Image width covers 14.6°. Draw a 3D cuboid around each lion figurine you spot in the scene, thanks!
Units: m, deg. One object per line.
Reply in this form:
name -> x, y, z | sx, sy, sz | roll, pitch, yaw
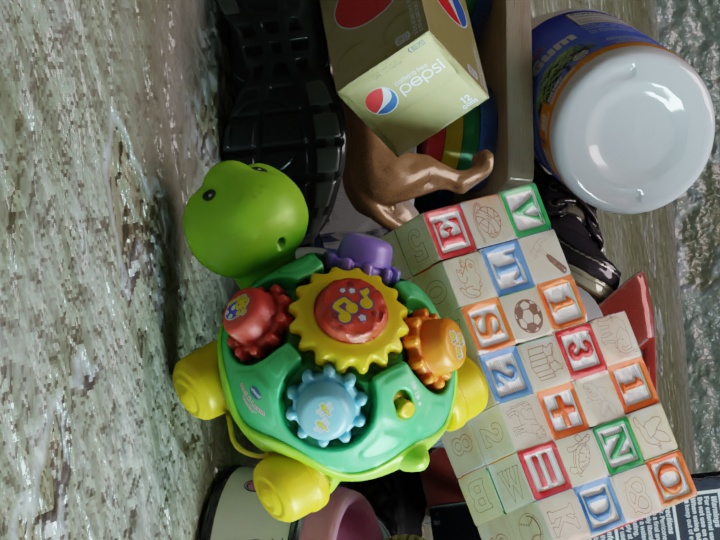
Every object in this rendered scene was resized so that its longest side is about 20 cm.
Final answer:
lion figurine -> 0.010, -0.091, 1.721 | 0.122, 0.072, 0.200 | 6, 52, -36

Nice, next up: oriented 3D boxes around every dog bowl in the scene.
dog bowl -> -0.031, 0.209, 1.599 | 0.200, 0.074, 0.200 | -4, 90, -76

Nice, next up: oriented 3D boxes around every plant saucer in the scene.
plant saucer -> 0.132, 0.113, 1.899 | 0.037, 0.200, 0.200 | 44, -14, 22

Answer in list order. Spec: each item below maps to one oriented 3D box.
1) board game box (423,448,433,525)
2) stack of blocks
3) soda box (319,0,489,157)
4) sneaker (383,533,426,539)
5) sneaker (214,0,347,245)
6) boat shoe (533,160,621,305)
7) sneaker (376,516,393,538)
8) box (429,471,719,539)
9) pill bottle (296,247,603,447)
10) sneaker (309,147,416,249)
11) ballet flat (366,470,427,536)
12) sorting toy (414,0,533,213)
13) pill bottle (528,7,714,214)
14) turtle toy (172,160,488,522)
board game box -> 0.069, 0.076, 2.039 | 0.126, 0.035, 0.200 | 128, -37, -71
stack of blocks -> 0.097, 0.056, 1.590 | 0.115, 0.059, 0.200 | -16, 81, -38
soda box -> 0.018, -0.161, 1.653 | 0.064, 0.068, 0.200 | 44, 23, -35
sneaker -> 0.036, 0.257, 1.557 | 0.109, 0.070, 0.200 | 66, 20, -49
sneaker -> -0.042, -0.114, 1.664 | 0.079, 0.075, 0.200 | -12, 98, -79
boat shoe -> 0.129, -0.035, 1.917 | 0.072, 0.065, 0.200 | 32, 6, -24
sneaker -> 0.036, 0.228, 1.761 | 0.146, 0.077, 0.203 | -24, 116, -47
box -> 0.161, 0.227, 1.690 | 0.123, 0.198, 0.200 | 158, -74, -73
pill bottle -> 0.042, 0.048, 1.666 | 0.200, 0.114, 0.114 | 5, 77, -33
sneaker -> 0.000, 0.001, 1.822 | 0.115, 0.080, 0.200 | 91, -4, -55
ballet flat -> 0.013, 0.167, 1.881 | 0.066, 0.057, 0.200 | 49, 30, -46
sorting toy -> 0.054, -0.122, 1.925 | 0.199, 0.069, 0.200 | 129, -36, -65
pill bottle -> 0.155, -0.114, 1.890 | 0.200, 0.112, 0.112 | -130, -151, -69
turtle toy -> -0.025, 0.029, 1.502 | 0.200, 0.146, 0.101 | 49, -28, 22
